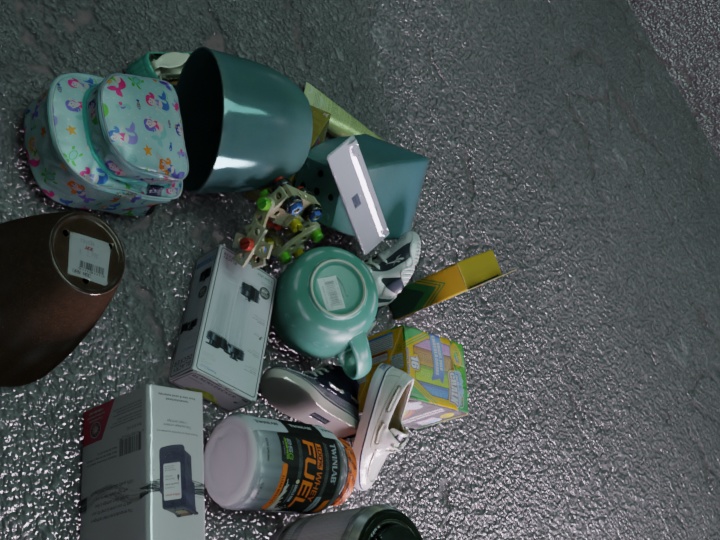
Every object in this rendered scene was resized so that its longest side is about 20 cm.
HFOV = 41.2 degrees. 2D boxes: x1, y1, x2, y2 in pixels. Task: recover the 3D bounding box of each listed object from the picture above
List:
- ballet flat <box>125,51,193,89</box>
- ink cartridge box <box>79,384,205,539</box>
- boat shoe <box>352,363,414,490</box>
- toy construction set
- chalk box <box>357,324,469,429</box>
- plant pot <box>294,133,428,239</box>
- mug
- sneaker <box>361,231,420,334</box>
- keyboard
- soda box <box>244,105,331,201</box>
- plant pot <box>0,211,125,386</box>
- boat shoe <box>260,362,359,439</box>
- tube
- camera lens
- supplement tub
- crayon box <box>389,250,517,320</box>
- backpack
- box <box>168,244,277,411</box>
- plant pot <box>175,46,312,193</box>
[{"bbox_3d":[-0.263,-0.301,1.446,0.199,0.070,0.068,-21,87,-52],"label":"ballet flat"},{"bbox_3d":[-0.256,0.252,1.119,0.084,0.144,0.203,17,59,-43],"label":"ink cartridge box"},{"bbox_3d":[0.038,0.245,1.449,0.071,0.069,0.203,-5,111,-65],"label":"boat shoe"},{"bbox_3d":[-0.122,-0.064,1.398,0.093,0.131,0.200,52,15,7],"label":"toy construction set"},{"bbox_3d":[0.097,0.182,1.580,0.199,0.123,0.126,20,57,-43],"label":"chalk box"},{"bbox_3d":[-0.012,-0.131,1.541,0.199,0.140,0.143,-12,122,-56],"label":"plant pot"},{"bbox_3d":[-0.036,0.051,1.420,0.183,0.114,0.153,30,64,-8],"label":"mug"},{"bbox_3d":[0.000,0.000,1.538,0.129,0.200,0.080,33,12,-18],"label":"sneaker"},{"bbox_3d":[-0.002,-0.111,1.458,0.056,0.011,0.201,-37,133,-17],"label":"keyboard"},{"bbox_3d":[-0.115,-0.188,1.547,0.067,0.064,0.201,23,46,3],"label":"soda box"},{"bbox_3d":[-0.357,0.015,1.078,0.186,0.199,0.190,25,54,-40],"label":"plant pot"},{"bbox_3d":[-0.073,0.173,1.438,0.200,0.074,0.094,42,37,-38],"label":"boat shoe"},{"bbox_3d":[-0.028,-0.256,1.718,0.199,0.058,0.052,34,91,-29],"label":"tube"},{"bbox_3d":[-0.020,0.401,1.269,0.159,0.198,0.162,22,59,-42],"label":"camera lens"},{"bbox_3d":[-0.105,0.267,1.305,0.198,0.122,0.124,16,60,-44],"label":"supplement tub"},{"bbox_3d":[0.157,0.020,1.667,0.125,0.199,0.052,-18,85,-51],"label":"crayon box"},{"bbox_3d":[-0.330,-0.169,1.252,0.198,0.150,0.180,2,71,-43],"label":"backpack"},{"bbox_3d":[-0.191,0.081,1.347,0.116,0.060,0.203,32,49,-35],"label":"box"},{"bbox_3d":[-0.164,-0.207,1.380,0.159,0.200,0.204,2,69,-31],"label":"plant pot"}]
